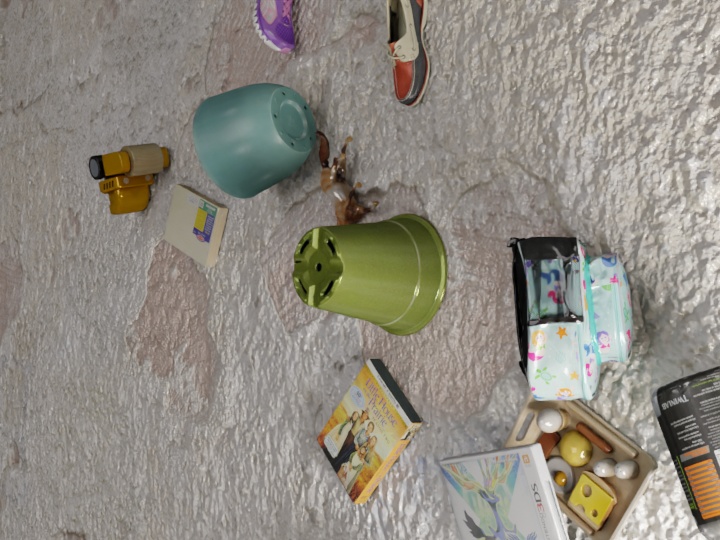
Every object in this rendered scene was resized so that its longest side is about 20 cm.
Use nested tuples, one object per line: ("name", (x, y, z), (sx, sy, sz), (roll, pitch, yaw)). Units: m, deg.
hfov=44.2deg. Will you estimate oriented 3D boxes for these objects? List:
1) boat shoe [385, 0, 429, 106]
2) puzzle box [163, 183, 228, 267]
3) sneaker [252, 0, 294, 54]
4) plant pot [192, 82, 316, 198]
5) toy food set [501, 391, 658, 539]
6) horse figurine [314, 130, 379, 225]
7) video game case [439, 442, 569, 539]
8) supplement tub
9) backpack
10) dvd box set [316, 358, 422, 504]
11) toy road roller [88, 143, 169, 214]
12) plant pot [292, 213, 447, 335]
("boat shoe", (0.070, -0.369, 1.444), (0.071, 0.062, 0.201), (0, 87, 46))
("puzzle box", (-0.362, -0.100, 1.934), (0.200, 0.025, 0.134), (29, 107, 46))
("sneaker", (-0.159, -0.514, 1.710), (0.088, 0.080, 0.201), (-31, 63, 34))
("plant pot", (-0.179, -0.250, 1.625), (0.160, 0.200, 0.202), (-16, 74, 35))
("toy food set", (0.274, 0.257, 1.153), (0.200, 0.060, 0.144), (40, 115, 43))
("horse figurine", (-0.032, -0.144, 1.538), (0.201, 0.050, 0.133), (66, 149, 18))
("video game case", (0.199, 0.338, 1.217), (0.200, 0.022, 0.183), (-27, 76, 53))
("supplement tub", (0.406, 0.210, 0.963), (0.122, 0.122, 0.201), (-33, 63, 42))
("backpack", (0.260, 0.062, 1.100), (0.150, 0.177, 0.201), (2, 88, 18))
("dvd box set", (0.011, 0.267, 1.473), (0.200, 0.029, 0.146), (-58, 48, 28))
("toy road roller", (-0.537, -0.212, 2.079), (0.200, 0.123, 0.147), (-6, 97, 49))
("plant pot", (0.000, 0.000, 1.392), (0.200, 0.189, 0.201), (-7, 81, 49))
